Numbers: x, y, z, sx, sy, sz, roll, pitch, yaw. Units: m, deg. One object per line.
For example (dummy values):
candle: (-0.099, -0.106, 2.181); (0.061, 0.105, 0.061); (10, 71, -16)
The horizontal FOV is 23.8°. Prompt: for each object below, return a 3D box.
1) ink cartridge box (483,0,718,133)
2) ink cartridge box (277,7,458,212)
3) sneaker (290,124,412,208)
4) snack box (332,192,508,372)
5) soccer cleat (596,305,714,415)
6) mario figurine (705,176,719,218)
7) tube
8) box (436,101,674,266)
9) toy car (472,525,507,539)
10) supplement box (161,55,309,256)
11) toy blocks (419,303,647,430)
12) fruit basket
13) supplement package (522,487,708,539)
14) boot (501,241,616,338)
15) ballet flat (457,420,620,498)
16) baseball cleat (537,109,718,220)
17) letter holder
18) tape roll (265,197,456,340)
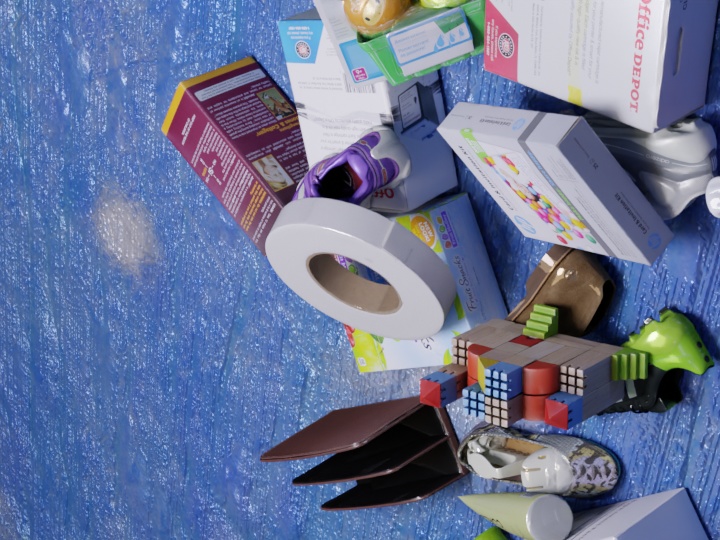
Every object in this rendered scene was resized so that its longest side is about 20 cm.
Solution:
ink cartridge box: (0.209, -0.225, 1.502); (0.199, 0.083, 0.146); (28, 130, 37)
ink cartridge box: (0.008, -0.172, 1.763); (0.146, 0.086, 0.201); (8, 118, 46)
sneaker: (-0.031, -0.082, 1.725); (0.081, 0.083, 0.200); (57, 143, 7)
snack box: (0.055, 0.016, 1.830); (0.199, 0.067, 0.170); (-11, 102, 49)
soccer cleat: (0.260, 0.112, 1.651); (0.081, 0.067, 0.200); (54, 138, 9)
mario figurine: (0.356, -0.029, 1.420); (0.106, 0.123, 0.201); (39, 141, 46)
tube: (0.165, 0.256, 1.790); (0.058, 0.052, 0.200); (64, 165, -3)
box: (0.175, -0.083, 1.567); (0.156, 0.041, 0.200); (48, 166, -27)
toy car: (0.109, 0.411, 1.881); (0.165, 0.199, 0.158); (54, 141, 12)
supplement box: (-0.115, -0.129, 1.908); (0.200, 0.110, 0.086); (50, 141, 17)
toy blocks: (0.149, 0.101, 1.607); (0.199, 0.136, 0.101); (12, 112, 37)
fruit basket: (0.042, -0.277, 1.582); (0.094, 0.184, 0.201); (-98, -14, -52)
supplement package: (0.251, 0.312, 1.728); (0.200, 0.119, 0.122); (-25, 91, 52)
boot: (0.186, 0.057, 1.704); (0.075, 0.073, 0.201); (42, 135, 15)
ballet flat: (0.178, 0.206, 1.794); (0.199, 0.072, 0.073); (8, 117, 46)
baseball cleat: (0.236, -0.094, 1.558); (0.199, 0.069, 0.107); (9, 116, 47)
letter holder: (-0.002, 0.222, 1.950); (0.199, 0.142, 0.101); (-15, 99, 51)
tape roll: (0.000, 0.000, 1.720); (0.202, 0.037, 0.203); (22, 154, 11)
